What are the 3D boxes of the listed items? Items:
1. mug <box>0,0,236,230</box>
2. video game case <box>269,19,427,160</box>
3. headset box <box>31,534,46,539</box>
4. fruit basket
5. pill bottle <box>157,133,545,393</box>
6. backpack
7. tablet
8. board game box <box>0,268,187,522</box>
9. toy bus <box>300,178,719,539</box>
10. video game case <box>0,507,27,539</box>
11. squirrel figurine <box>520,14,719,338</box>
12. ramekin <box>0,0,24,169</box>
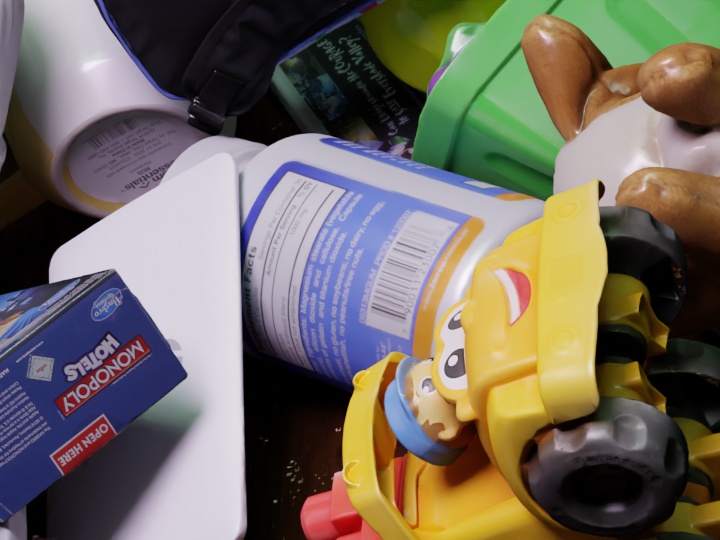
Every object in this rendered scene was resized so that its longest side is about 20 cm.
[{"bbox_3d":[-0.136,-0.095,1.489,0.149,0.187,0.153,4,44,-23],"label":"mug"},{"bbox_3d":[0.051,-0.113,1.493,0.182,0.023,0.200,-26,41,-8],"label":"video game case"},{"bbox_3d":[-0.110,0.202,1.162,0.200,0.075,0.149,16,50,35],"label":"headset box"},{"bbox_3d":[0.076,-0.126,1.378,0.215,0.156,0.216,2,66,-5],"label":"fruit basket"},{"bbox_3d":[0.000,0.000,1.318,0.200,0.112,0.112,19,53,37],"label":"pill bottle"},{"bbox_3d":[-0.046,-0.194,1.341,0.190,0.200,0.154,-20,38,18],"label":"backpack"},{"bbox_3d":[-0.100,0.054,1.288,0.130,0.014,0.200,-28,52,36],"label":"tablet"},{"bbox_3d":[-0.200,0.078,1.272,0.200,0.062,0.200,-38,14,-17],"label":"board game box"},{"bbox_3d":[0.057,0.080,1.147,0.192,0.200,0.136,-13,42,20],"label":"toy bus"},{"bbox_3d":[-0.231,0.161,1.232,0.200,0.018,0.143,-34,14,1],"label":"video game case"},{"bbox_3d":[0.188,-0.034,1.210,0.187,0.200,0.142,-17,55,39],"label":"squirrel figurine"},{"bbox_3d":[-0.254,-0.117,1.350,0.200,0.105,0.200,18,13,-4],"label":"ramekin"}]
